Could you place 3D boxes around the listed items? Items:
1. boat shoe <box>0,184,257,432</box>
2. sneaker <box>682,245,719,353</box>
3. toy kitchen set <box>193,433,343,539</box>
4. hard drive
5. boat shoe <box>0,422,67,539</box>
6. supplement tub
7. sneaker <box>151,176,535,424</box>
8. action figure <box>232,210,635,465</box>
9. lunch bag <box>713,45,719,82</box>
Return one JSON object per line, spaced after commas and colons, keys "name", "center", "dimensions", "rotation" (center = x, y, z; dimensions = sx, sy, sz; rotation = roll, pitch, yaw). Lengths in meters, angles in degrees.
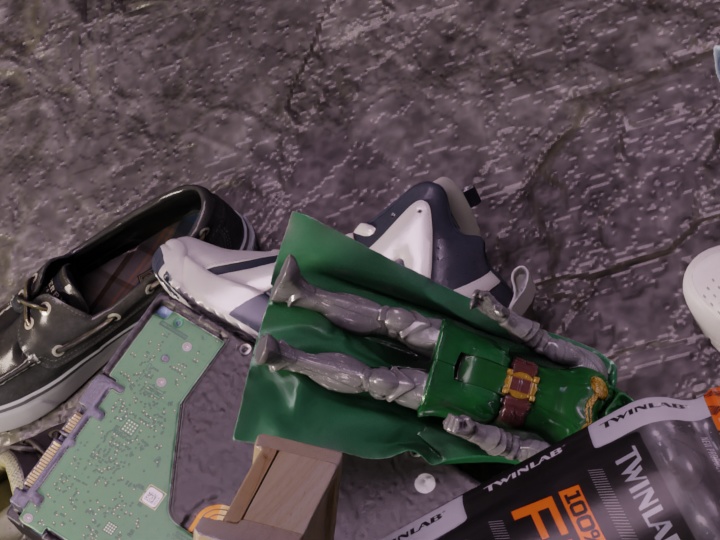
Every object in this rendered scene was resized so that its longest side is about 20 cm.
{"name": "boat shoe", "center": [-0.151, 0.016, 1.539], "dimensions": [0.200, 0.057, 0.069], "rotation": [-31, 51, 5]}
{"name": "sneaker", "center": [0.233, 0.019, 1.323], "dimensions": [0.200, 0.087, 0.075], "rotation": [16, 71, 35]}
{"name": "toy kitchen set", "center": [-0.116, 0.184, 1.238], "dimensions": [0.180, 0.200, 0.163], "rotation": [13, 33, 10]}
{"name": "hard drive", "center": [-0.055, 0.116, 1.404], "dimensions": [0.200, 0.038, 0.140], "rotation": [29, 74, 19]}
{"name": "boat shoe", "center": [-0.162, 0.118, 1.472], "dimensions": [0.201, 0.066, 0.072], "rotation": [-33, 50, 4]}
{"name": "supplement tub", "center": [0.105, 0.136, 1.288], "dimensions": [0.200, 0.123, 0.123], "rotation": [-30, 51, 7]}
{"name": "sneaker", "center": [0.000, 0.000, 1.458], "dimensions": [0.199, 0.080, 0.130], "rotation": [24, 70, 35]}
{"name": "action figure", "center": [0.050, 0.050, 1.362], "dimensions": [0.200, 0.055, 0.118], "rotation": [17, 73, -8]}
{"name": "lunch bag", "center": [0.268, -0.096, 1.346], "dimensions": [0.170, 0.127, 0.200], "rotation": [-29, 13, -3]}
